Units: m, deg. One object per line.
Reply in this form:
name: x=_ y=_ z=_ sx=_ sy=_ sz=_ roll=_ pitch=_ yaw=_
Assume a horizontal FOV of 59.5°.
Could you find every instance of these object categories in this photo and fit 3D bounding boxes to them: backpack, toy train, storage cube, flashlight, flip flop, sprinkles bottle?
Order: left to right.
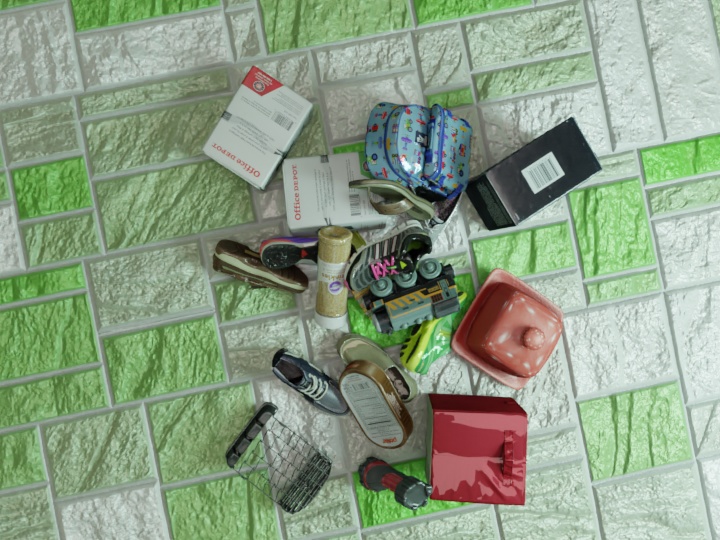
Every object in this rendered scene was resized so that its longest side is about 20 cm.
sprinkles bottle: x=-0.055 y=0.015 z=1.248 sx=0.067 sy=0.068 sz=0.202 roll=3 pitch=118 yaw=-2
flashlight: x=0.059 y=0.414 z=1.220 sx=0.067 sy=0.200 sz=0.068 roll=27 pitch=78 yaw=-18
flip flop: x=0.062 y=-0.127 z=1.202 sx=0.199 sy=0.081 sz=0.058 roll=23 pitch=79 yaw=-39
toy train: x=0.104 y=0.054 z=1.255 sx=0.198 sy=0.085 sz=0.115 roll=-20 pitch=61 yaw=-1
backpack: x=0.107 y=-0.238 z=1.217 sx=0.199 sy=0.134 sz=0.185 roll=19 pitch=76 yaw=-42
storage cube: x=0.220 y=0.342 z=1.236 sx=0.177 sy=0.200 sz=0.173 roll=2 pitch=90 yaw=4

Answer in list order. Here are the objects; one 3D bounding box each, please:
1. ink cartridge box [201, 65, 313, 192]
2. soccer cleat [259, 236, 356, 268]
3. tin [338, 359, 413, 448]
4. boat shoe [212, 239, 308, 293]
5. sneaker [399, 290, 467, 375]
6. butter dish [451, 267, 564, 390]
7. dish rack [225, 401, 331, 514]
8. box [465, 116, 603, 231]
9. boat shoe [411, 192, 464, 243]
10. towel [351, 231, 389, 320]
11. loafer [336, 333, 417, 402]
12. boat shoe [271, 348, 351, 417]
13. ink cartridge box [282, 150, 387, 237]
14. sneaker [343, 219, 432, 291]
ink cartridge box: x=-0.207 y=-0.282 z=1.279 sx=0.143 sy=0.084 sz=0.201 roll=32 pitch=87 yaw=-2
soccer cleat: x=-0.107 y=-0.043 z=1.282 sx=0.197 sy=0.073 sz=0.069 roll=-3 pitch=116 yaw=-17
tin: x=0.029 y=0.272 z=1.265 sx=0.111 sy=0.042 sz=0.201 roll=-18 pitch=107 yaw=41
boat shoe: x=-0.207 y=0.007 z=1.293 sx=0.200 sy=0.075 sz=0.075 roll=25 pitch=119 yaw=-7
sneaker: x=0.156 y=0.126 z=1.305 sx=0.084 sy=0.074 sz=0.201 roll=43 pitch=78 yaw=-35
butter dish: x=0.317 y=0.126 z=1.254 sx=0.198 sy=0.148 sz=0.201 roll=32 pitch=87 yaw=-12
dish rack: x=-0.163 y=0.390 z=1.290 sx=0.199 sy=0.055 sz=0.154 roll=39 pitch=90 yaw=-3
box: x=0.331 y=-0.181 z=1.242 sx=0.199 sy=0.198 sz=0.124 roll=-32 pitch=93 yaw=-2
boat shoe: x=0.151 y=-0.103 z=1.298 sx=0.072 sy=0.069 sz=0.200 roll=42 pitch=88 yaw=-1
towel: x=0.000 y=0.000 z=1.317 sx=0.086 sy=0.018 sz=0.201 roll=-35 pitch=90 yaw=-3
loafer: x=0.038 y=0.199 z=1.291 sx=0.199 sy=0.068 sz=0.076 roll=35 pitch=88 yaw=-2
boat shoe: x=-0.099 y=0.236 z=1.273 sx=0.199 sy=0.093 sz=0.075 roll=34 pitch=88 yaw=-1
ink cartridge box: x=-0.052 y=-0.154 z=1.276 sx=0.197 sy=0.084 sz=0.148 roll=-5 pitch=80 yaw=-2
sneaker: x=0.059 y=-0.021 z=1.214 sx=0.199 sy=0.087 sz=0.074 roll=-34 pitch=131 yaw=-15
